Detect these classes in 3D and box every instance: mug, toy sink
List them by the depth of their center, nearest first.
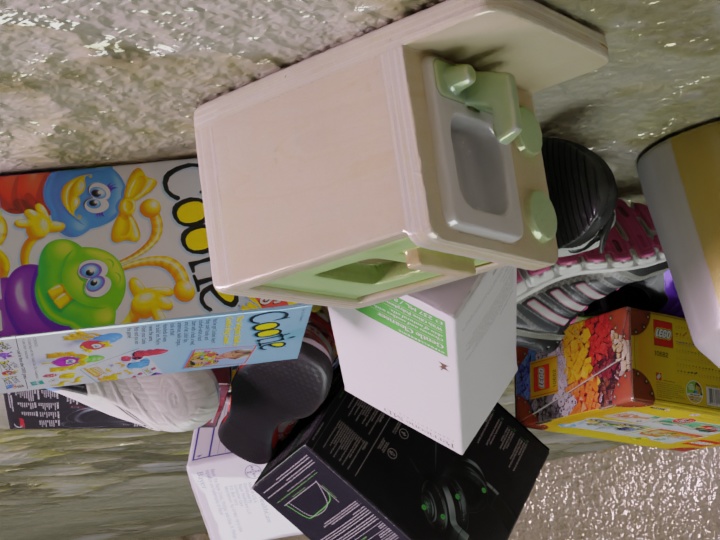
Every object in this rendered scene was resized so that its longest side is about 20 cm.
[{"bbox_3d":[0.030,-0.052,0.818,0.198,0.114,0.130,-17,165,34],"label":"toy sink"},{"bbox_3d":[0.270,-0.017,1.035,0.147,0.155,0.187,-10,167,11],"label":"mug"}]

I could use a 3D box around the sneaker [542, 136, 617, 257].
[{"bbox_3d":[0.138,-0.046,1.018,0.087,0.075,0.200,-5,176,-16],"label":"sneaker"}]

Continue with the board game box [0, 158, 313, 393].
[{"bbox_3d":[-0.137,0.001,0.940,0.197,0.104,0.105,-6,160,-11],"label":"board game box"}]

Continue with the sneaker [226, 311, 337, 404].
[{"bbox_3d":[-0.079,0.090,1.408,0.197,0.091,0.075,-3,166,-22],"label":"sneaker"}]

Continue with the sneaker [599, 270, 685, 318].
[{"bbox_3d":[0.251,0.020,1.305,0.098,0.070,0.201,-22,151,3],"label":"sneaker"}]

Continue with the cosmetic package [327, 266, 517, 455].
[{"bbox_3d":[0.043,0.027,1.020,0.107,0.085,0.201,26,154,21],"label":"cosmetic package"}]

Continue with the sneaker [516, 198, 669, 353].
[{"bbox_3d":[0.147,0.011,1.150,0.197,0.074,0.088,-18,134,-12],"label":"sneaker"}]

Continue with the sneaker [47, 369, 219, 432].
[{"bbox_3d":[-0.197,0.063,1.132,0.198,0.073,0.072,27,172,-9],"label":"sneaker"}]

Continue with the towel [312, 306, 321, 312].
[{"bbox_3d":[-0.061,0.020,1.274,0.142,0.023,0.199,4,162,-40],"label":"towel"}]

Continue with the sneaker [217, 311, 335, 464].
[{"bbox_3d":[-0.053,0.067,1.188,0.067,0.109,0.202,28,149,-2],"label":"sneaker"}]

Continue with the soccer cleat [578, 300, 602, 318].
[{"bbox_3d":[0.160,0.015,1.327,0.198,0.068,0.081,-8,159,-31],"label":"soccer cleat"}]

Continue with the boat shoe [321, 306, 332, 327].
[{"bbox_3d":[0.000,0.000,1.138,0.064,0.072,0.201,-33,156,-11],"label":"boat shoe"}]

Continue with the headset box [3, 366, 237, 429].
[{"bbox_3d":[-0.188,0.077,1.250,0.197,0.076,0.149,1,161,-9],"label":"headset box"}]

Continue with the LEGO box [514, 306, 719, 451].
[{"bbox_3d":[0.253,0.097,1.305,0.198,0.078,0.148,11,161,-31],"label":"LEGO box"}]

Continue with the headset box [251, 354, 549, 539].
[{"bbox_3d":[0.042,0.167,1.263,0.093,0.200,0.175,-42,-170,46],"label":"headset box"}]

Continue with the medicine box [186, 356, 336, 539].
[{"bbox_3d":[-0.050,0.151,1.456,0.197,0.104,0.183,-10,-149,8],"label":"medicine box"}]
